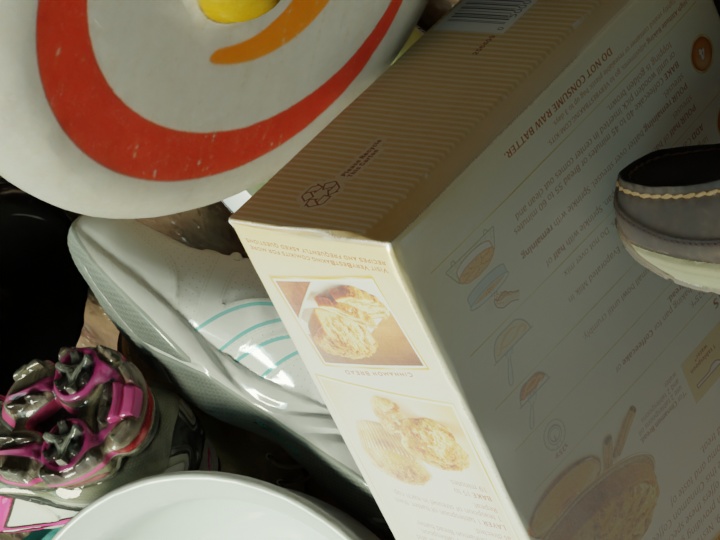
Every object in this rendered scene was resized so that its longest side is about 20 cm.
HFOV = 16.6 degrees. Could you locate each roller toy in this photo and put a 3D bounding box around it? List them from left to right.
[{"bbox_3d":[-0.065,-0.118,0.731,0.140,0.200,0.183,41,170,37],"label":"roller toy"}]

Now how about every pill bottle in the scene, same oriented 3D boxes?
[{"bbox_3d":[-0.231,-0.005,1.166,0.199,0.112,0.112,17,140,40],"label":"pill bottle"}]

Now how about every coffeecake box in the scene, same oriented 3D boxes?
[{"bbox_3d":[0.069,0.020,0.780,0.073,0.154,0.201,9,135,46],"label":"coffeecake box"}]

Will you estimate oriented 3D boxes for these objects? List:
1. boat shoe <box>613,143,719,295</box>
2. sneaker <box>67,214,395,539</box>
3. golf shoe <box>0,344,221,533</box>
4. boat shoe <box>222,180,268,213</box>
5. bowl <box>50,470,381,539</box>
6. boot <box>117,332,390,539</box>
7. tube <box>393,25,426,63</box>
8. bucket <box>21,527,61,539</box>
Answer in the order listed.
[{"bbox_3d":[0.159,-0.040,0.675,0.199,0.074,0.074,-6,108,33],"label":"boat shoe"},{"bbox_3d":[-0.028,0.028,0.987,0.200,0.080,0.071,34,164,11],"label":"sneaker"},{"bbox_3d":[-0.154,0.085,1.052,0.199,0.073,0.092,-5,151,32],"label":"golf shoe"},{"bbox_3d":[0.000,0.000,0.922,0.200,0.072,0.068,39,137,-4],"label":"boat shoe"},{"bbox_3d":[-0.038,0.171,1.001,0.200,0.090,0.203,5,101,25],"label":"bowl"},{"bbox_3d":[-0.028,0.086,1.055,0.200,0.074,0.075,47,162,0],"label":"boot"},{"bbox_3d":[-0.034,-0.095,0.876,0.200,0.052,0.058,40,110,19],"label":"tube"},{"bbox_3d":[-0.110,0.175,1.157,0.135,0.207,0.207,46,150,-4],"label":"bucket"}]
